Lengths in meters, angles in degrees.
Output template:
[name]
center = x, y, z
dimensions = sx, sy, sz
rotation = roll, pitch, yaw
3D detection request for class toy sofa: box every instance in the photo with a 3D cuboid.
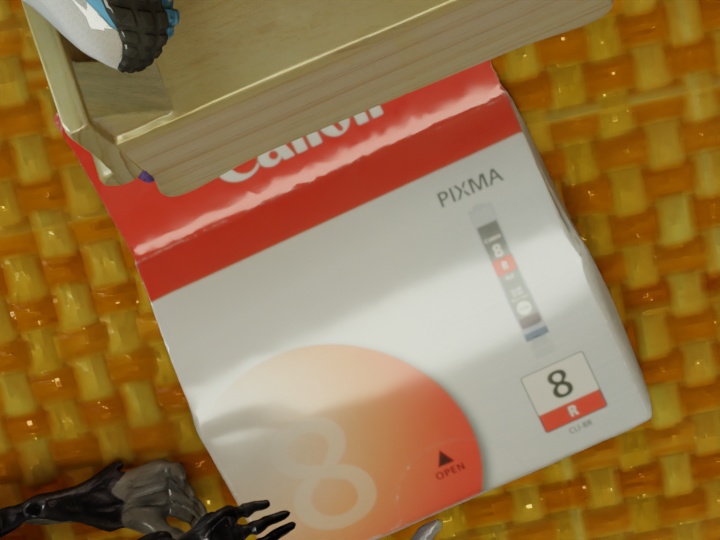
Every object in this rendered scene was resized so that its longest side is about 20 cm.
[toy sofa]
center = -0.014, -0.105, 0.794
dimensions = 0.199, 0.098, 0.083
rotation = -22, 75, 8

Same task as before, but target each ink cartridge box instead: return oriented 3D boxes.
[ink cartridge box]
center = 0.000, 0.000, 0.856
dimensions = 0.162, 0.050, 0.201
rotation = -24, 116, 8

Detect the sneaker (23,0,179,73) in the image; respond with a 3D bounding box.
[sneaker]
center = -0.142, -0.119, 0.749
dimensions = 0.200, 0.075, 0.087
rotation = 44, 105, 20

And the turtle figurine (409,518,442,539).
[turtle figurine]
center = -0.002, 0.239, 0.905
dimensions = 0.193, 0.201, 0.144
rotation = -24, 138, 29

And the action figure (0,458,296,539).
[action figure]
center = -0.100, 0.134, 0.872
dimensions = 0.102, 0.200, 0.120
rotation = 0, 86, -39
